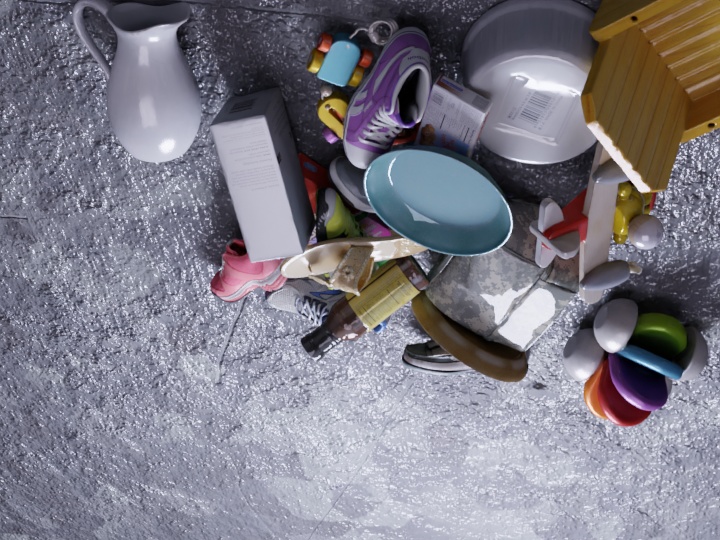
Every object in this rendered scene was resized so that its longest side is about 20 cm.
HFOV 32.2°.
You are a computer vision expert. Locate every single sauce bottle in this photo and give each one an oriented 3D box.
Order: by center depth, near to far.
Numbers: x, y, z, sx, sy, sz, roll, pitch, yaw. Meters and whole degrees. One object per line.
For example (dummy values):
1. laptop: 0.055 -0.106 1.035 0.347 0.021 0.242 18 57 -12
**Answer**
1. sauce bottle: 0.003 0.052 1.757 0.200 0.065 0.065 -37 123 9

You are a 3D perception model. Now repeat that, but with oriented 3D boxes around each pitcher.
1. pitcher: -0.290 -0.252 1.610 0.171 0.121 0.201 18 131 23

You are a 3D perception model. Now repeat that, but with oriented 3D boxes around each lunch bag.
1. lunch bag: 0.198 -0.004 1.730 0.167 0.140 0.200 18 139 -16

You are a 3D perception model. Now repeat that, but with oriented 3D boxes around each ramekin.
1. ramekin: 0.217 -0.224 1.521 0.200 0.098 0.201 6 138 6

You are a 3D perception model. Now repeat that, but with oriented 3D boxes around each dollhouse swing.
1. dollhouse swing: 0.372 -0.218 1.434 0.181 0.176 0.200 -23 126 33

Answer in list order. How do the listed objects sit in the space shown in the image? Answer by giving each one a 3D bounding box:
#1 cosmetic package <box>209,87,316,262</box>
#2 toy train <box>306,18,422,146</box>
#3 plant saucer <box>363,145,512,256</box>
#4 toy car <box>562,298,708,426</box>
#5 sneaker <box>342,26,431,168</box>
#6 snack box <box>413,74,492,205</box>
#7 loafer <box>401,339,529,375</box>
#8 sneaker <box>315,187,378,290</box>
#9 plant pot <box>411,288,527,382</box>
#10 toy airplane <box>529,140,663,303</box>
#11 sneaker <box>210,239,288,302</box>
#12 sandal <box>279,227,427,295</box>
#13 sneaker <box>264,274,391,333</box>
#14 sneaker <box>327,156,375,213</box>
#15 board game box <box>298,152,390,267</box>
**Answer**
1. cosmetic package: -0.126 -0.124 1.650 0.081 0.113 0.201 -11 115 13
2. toy train: 0.012 -0.236 1.594 0.150 0.056 0.200 -14 129 6
3. plant saucer: 0.102 -0.095 1.580 0.199 0.036 0.200 18 147 12
4. toy car: 0.404 0.150 1.843 0.175 0.150 0.200 25 137 -13
5. sneaker: 0.031 -0.188 1.527 0.072 0.115 0.201 11 129 -16
6. snack box: 0.105 -0.158 1.550 0.072 0.024 0.200 30 149 8
7. loafer: 0.165 0.123 1.944 0.199 0.072 0.063 4 118 -2
8. sneaker: -0.020 -0.049 1.733 0.076 0.076 0.200 -4 147 7
9. plant pot: 0.164 0.085 1.809 0.200 0.200 0.028 28 112 -17
10. toy airplane: 0.310 -0.064 1.573 0.141 0.200 0.200 27 179 30
11. sneaker: -0.173 -0.013 1.849 0.087 0.074 0.200 46 146 -20
12. sandal: -0.001 -0.003 1.674 0.211 0.070 0.078 -15 152 -1
13. sneaker: -0.047 0.051 1.828 0.199 0.085 0.077 3 137 11
14. sneaker: 0.064 -0.114 1.684 0.200 0.084 0.121 28 138 -23
15. board game box: -0.050 -0.065 1.797 0.200 0.040 0.153 31 135 -20
